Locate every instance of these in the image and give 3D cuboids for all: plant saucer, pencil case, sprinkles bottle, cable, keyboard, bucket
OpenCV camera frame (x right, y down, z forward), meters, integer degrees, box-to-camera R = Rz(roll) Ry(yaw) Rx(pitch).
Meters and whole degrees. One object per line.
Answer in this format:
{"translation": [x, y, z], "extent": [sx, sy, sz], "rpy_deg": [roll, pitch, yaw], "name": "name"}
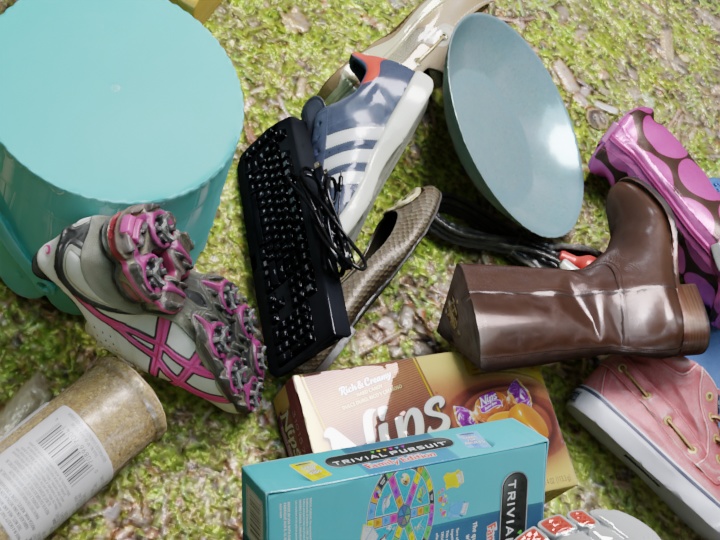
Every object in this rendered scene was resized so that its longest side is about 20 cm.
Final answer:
{"translation": [0.122, -0.118, 0.941], "extent": [0.200, 0.038, 0.203], "rpy_deg": [26, 53, -41], "name": "plant saucer"}
{"translation": [0.278, -0.050, 0.956], "extent": [0.093, 0.091, 0.201], "rpy_deg": [-6, 54, -53], "name": "pencil case"}
{"translation": [-0.211, 0.137, 0.680], "extent": [0.068, 0.068, 0.200], "rpy_deg": [45, 56, 5], "name": "sprinkles bottle"}
{"translation": [0.148, -0.019, 0.921], "extent": [0.199, 0.050, 0.097], "rpy_deg": [38, 51, 0], "name": "cable"}
{"translation": [-0.054, -0.032, 0.800], "extent": [0.039, 0.104, 0.202], "rpy_deg": [23, 43, -44], "name": "keyboard"}
{"translation": [-0.182, -0.089, 0.771], "extent": [0.205, 0.135, 0.209], "rpy_deg": [10, 59, -17], "name": "bucket"}

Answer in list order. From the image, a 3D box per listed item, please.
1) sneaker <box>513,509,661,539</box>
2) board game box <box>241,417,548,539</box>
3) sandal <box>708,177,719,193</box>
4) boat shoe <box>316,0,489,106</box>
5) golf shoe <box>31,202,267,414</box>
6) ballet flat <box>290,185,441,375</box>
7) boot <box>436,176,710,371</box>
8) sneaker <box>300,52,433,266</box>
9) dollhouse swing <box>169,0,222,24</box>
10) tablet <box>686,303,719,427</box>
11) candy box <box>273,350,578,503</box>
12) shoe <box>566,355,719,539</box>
{"translation": [0.110, 0.227, 0.713], "extent": [0.199, 0.082, 0.077], "rpy_deg": [-26, 49, -18], "name": "sneaker"}
{"translation": [0.024, 0.188, 0.714], "extent": [0.198, 0.047, 0.153], "rpy_deg": [-6, 105, -25], "name": "board game box"}
{"translation": [0.391, -0.025, 1.004], "extent": [0.199, 0.087, 0.080], "rpy_deg": [32, 58, -1], "name": "sandal"}
{"translation": [0.050, -0.183, 0.959], "extent": [0.200, 0.072, 0.065], "rpy_deg": [-41, 89, -28], "name": "boat shoe"}
{"translation": [-0.131, 0.032, 0.732], "extent": [0.091, 0.201, 0.073], "rpy_deg": [-11, 48, 22], "name": "golf shoe"}
{"translation": [0.000, 0.000, 0.844], "extent": [0.046, 0.067, 0.201], "rpy_deg": [38, 62, -3], "name": "ballet flat"}
{"translation": [0.149, -0.002, 0.858], "extent": [0.198, 0.065, 0.187], "rpy_deg": [-3, 44, -9], "name": "boot"}
{"translation": [-0.021, -0.082, 0.861], "extent": [0.084, 0.075, 0.201], "rpy_deg": [28, 71, 3], "name": "sneaker"}
{"translation": [-0.177, -0.321, 0.874], "extent": [0.199, 0.176, 0.183], "rpy_deg": [32, 56, -3], "name": "dollhouse swing"}
{"translation": [0.316, 0.114, 0.942], "extent": [0.129, 0.014, 0.202], "rpy_deg": [-6, 67, -25], "name": "tablet"}
{"translation": [0.047, 0.124, 0.800], "extent": [0.198, 0.057, 0.118], "rpy_deg": [-5, 66, -26], "name": "candy box"}
{"translation": [0.262, 0.137, 0.857], "extent": [0.200, 0.072, 0.091], "rpy_deg": [43, 82, 8], "name": "shoe"}
